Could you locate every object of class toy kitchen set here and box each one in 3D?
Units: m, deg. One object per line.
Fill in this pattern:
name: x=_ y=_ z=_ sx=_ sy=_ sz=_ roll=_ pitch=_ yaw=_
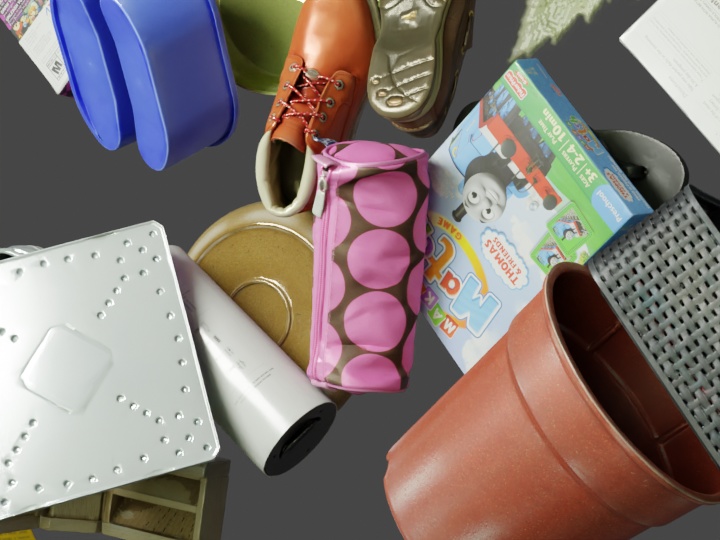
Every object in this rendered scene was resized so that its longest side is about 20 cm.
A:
toy kitchen set: x=-0.229 y=0.141 z=1.358 sx=0.178 sy=0.199 sz=0.165 roll=9 pitch=92 yaw=26

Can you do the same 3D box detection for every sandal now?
sandal: x=0.154 y=-0.083 z=1.282 sx=0.198 sy=0.045 sz=0.076 roll=18 pitch=93 yaw=26

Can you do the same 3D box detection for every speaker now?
speaker: x=-0.111 y=0.072 z=1.347 sx=0.200 sy=0.081 sz=0.082 roll=43 pitch=103 yaw=22

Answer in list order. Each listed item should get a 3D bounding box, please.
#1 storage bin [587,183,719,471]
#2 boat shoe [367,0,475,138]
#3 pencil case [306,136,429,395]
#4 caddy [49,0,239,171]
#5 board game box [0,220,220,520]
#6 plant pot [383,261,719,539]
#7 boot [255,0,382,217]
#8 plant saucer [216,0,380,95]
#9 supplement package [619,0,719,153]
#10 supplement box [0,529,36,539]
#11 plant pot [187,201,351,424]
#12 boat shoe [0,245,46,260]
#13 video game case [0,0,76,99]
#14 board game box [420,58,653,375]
storage bin: x=0.261 y=0.052 z=1.169 sx=0.094 sy=0.135 sz=0.201 roll=-39 pitch=71 yaw=17
boat shoe: x=0.056 y=-0.201 z=1.329 sx=0.071 sy=0.068 sz=0.202 roll=3 pitch=70 yaw=28
pencil case: x=0.000 y=0.000 z=1.287 sx=0.090 sy=0.093 sz=0.203 roll=17 pitch=113 yaw=42
caddy: x=-0.170 y=-0.183 z=1.378 sx=0.141 sy=0.105 sz=0.202 roll=25 pitch=138 yaw=40
board game box: x=-0.226 y=0.079 z=1.294 sx=0.198 sy=0.026 sz=0.202 roll=-15 pitch=71 yaw=-7
plant pot: x=0.132 y=0.133 z=1.204 sx=0.195 sy=0.200 sz=0.202 roll=-40 pitch=70 yaw=25
boot: x=-0.035 y=-0.138 z=1.317 sx=0.074 sy=0.107 sz=0.202 roll=15 pitch=107 yaw=13
plant saucer: x=-0.055 y=-0.246 z=1.403 sx=0.198 sy=0.031 sz=0.203 roll=-2 pitch=85 yaw=26
supplement package: x=0.298 y=-0.112 z=1.154 sx=0.111 sy=0.155 sz=0.201 roll=-42 pitch=70 yaw=15
supplement box: x=-0.323 y=0.316 z=1.441 sx=0.109 sy=0.109 sz=0.201 roll=-38 pitch=71 yaw=18
plant pot: x=-0.082 y=0.041 z=1.395 sx=0.198 sy=0.027 sz=0.203 roll=-2 pitch=85 yaw=25
boat shoe: x=-0.254 y=0.049 z=1.451 sx=0.200 sy=0.071 sz=0.070 roll=40 pitch=103 yaw=23
video game case: x=-0.247 y=-0.286 z=1.480 sx=0.200 sy=0.036 sz=0.182 roll=-50 pitch=62 yaw=17
board game box: x=0.109 y=-0.037 z=1.276 sx=0.200 sy=0.036 sz=0.152 roll=-49 pitch=67 yaw=34
